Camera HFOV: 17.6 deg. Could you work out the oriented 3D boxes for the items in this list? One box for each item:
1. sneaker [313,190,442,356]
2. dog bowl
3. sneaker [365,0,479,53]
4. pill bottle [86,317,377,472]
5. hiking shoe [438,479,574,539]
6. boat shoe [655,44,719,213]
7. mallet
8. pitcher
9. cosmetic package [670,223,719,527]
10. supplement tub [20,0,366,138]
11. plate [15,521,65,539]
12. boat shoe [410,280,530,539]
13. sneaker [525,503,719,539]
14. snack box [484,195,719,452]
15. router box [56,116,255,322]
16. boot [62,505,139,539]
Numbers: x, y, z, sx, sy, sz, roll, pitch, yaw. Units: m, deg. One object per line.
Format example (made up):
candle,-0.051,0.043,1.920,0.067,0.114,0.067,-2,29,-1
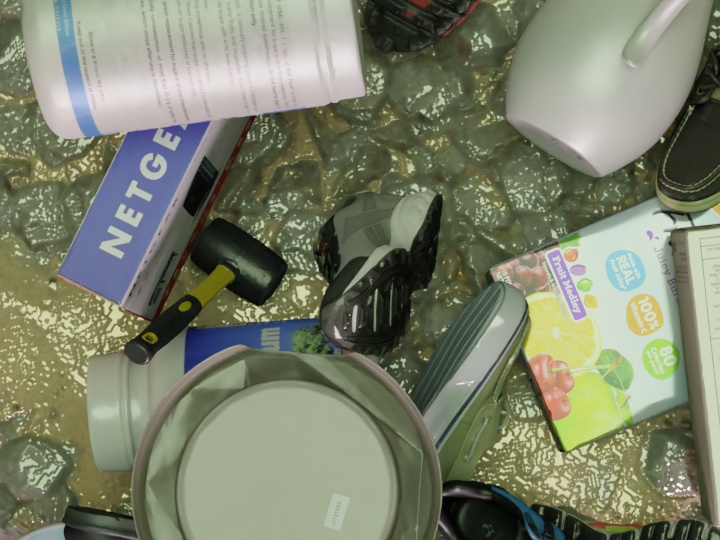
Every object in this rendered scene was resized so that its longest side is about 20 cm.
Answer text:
sneaker,0.000,0.000,1.587,0.079,0.200,0.074,8,113,11
dog bowl,-0.046,0.145,1.515,0.200,0.059,0.201,0,80,2
sneaker,0.071,-0.244,1.653,0.071,0.098,0.201,30,111,-9
pill bottle,-0.085,0.092,1.613,0.199,0.112,0.112,-5,86,1
hiking shoe,0.123,0.205,1.540,0.200,0.087,0.075,30,89,30
boat shoe,0.263,-0.130,1.617,0.073,0.065,0.200,22,66,33
mallet,-0.103,0.025,1.586,0.066,0.200,0.041,30,117,-1
pitcher,0.190,-0.169,1.593,0.121,0.172,0.200,33,87,-6
cosmetic package,0.273,0.065,1.572,0.103,0.073,0.201,-5,92,-1
supplement tub,-0.102,-0.157,1.443,0.199,0.132,0.132,-7,86,3
plate,-0.208,0.270,1.596,0.200,0.026,0.201,-2,93,-43
boat shoe,0.070,0.099,1.622,0.062,0.072,0.200,25,110,-14
sneaker,0.172,0.210,1.617,0.200,0.090,0.078,3,78,25
snack box,0.206,0.025,1.638,0.200,0.053,0.143,-22,87,0
router box,-0.129,-0.067,1.592,0.049,0.179,0.200,26,88,4
boot,-0.159,0.271,1.581,0.066,0.165,0.200,9,80,43
